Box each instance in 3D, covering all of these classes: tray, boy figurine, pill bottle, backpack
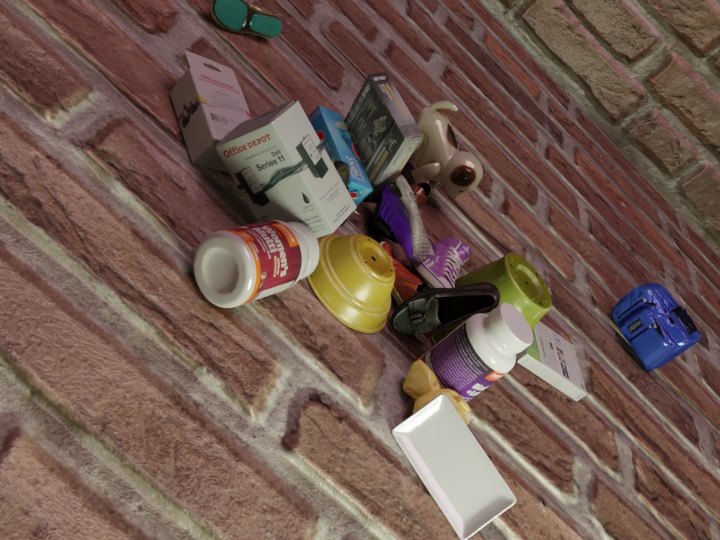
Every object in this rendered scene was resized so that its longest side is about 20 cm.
[{"bbox_3d":[0.144,0.305,1.443,0.201,0.107,0.022,56,-1,12],"label":"tray"},{"bbox_3d":[0.128,0.243,1.511,0.123,0.065,0.201,-20,67,-35],"label":"boy figurine"},{"bbox_3d":[-0.149,-0.016,1.382,0.110,0.109,0.199,54,30,10],"label":"pill bottle"},{"bbox_3d":[0.758,0.135,2.406,0.166,0.162,0.202,-3,58,-51],"label":"backpack"},{"bbox_3d":[0.195,0.145,1.577,0.111,0.200,0.112,33,33,-25],"label":"pill bottle"}]

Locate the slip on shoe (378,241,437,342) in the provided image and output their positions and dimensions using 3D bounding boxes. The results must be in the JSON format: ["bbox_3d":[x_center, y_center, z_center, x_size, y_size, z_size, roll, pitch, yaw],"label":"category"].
[{"bbox_3d":[0.089,0.031,1.693,0.202,0.061,0.074,61,18,16],"label":"slip on shoe"}]

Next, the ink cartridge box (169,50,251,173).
[{"bbox_3d":[-0.250,-0.266,1.574,0.114,0.068,0.202,13,46,-46],"label":"ink cartridge box"}]

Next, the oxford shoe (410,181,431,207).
[{"bbox_3d":[0.094,-0.144,1.907,0.072,0.071,0.200,49,31,-3],"label":"oxford shoe"}]

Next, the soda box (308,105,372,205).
[{"bbox_3d":[-0.048,-0.222,1.806,0.067,0.064,0.202,14,46,-46],"label":"soda box"}]

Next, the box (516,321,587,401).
[{"bbox_3d":[0.401,0.179,1.994,0.199,0.036,0.146,34,33,-28],"label":"box"}]

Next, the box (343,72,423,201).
[{"bbox_3d":[0.031,-0.260,1.820,0.048,0.201,0.160,-15,65,-33],"label":"box"}]

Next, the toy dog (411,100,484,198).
[{"bbox_3d":[0.185,-0.252,2.045,0.200,0.194,0.139,47,16,10],"label":"toy dog"}]

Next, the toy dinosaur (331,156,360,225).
[{"bbox_3d":[-0.056,-0.160,1.656,0.101,0.201,0.077,-27,61,-22],"label":"toy dinosaur"}]

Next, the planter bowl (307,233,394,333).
[{"bbox_3d":[0.000,0.000,1.596,0.199,0.083,0.202,35,32,-25],"label":"planter bowl"}]

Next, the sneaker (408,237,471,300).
[{"bbox_3d":[0.163,-0.008,1.731,0.073,0.113,0.201,60,1,-26],"label":"sneaker"}]

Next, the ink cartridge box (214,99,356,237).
[{"bbox_3d":[-0.120,-0.150,1.475,0.083,0.145,0.202,-47,114,-44],"label":"ink cartridge box"}]

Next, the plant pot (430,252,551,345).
[{"bbox_3d":[0.250,0.073,1.744,0.199,0.193,0.202,34,32,-25],"label":"plant pot"}]

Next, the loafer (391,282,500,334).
[{"bbox_3d":[0.147,0.065,1.610,0.063,0.197,0.073,-47,121,-82],"label":"loafer"}]

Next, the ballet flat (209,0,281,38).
[{"bbox_3d":[-0.247,-0.523,1.898,0.065,0.071,0.199,34,15,34],"label":"ballet flat"}]

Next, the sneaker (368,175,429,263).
[{"bbox_3d":[0.067,-0.082,1.772,0.070,0.098,0.202,48,23,-46],"label":"sneaker"}]
